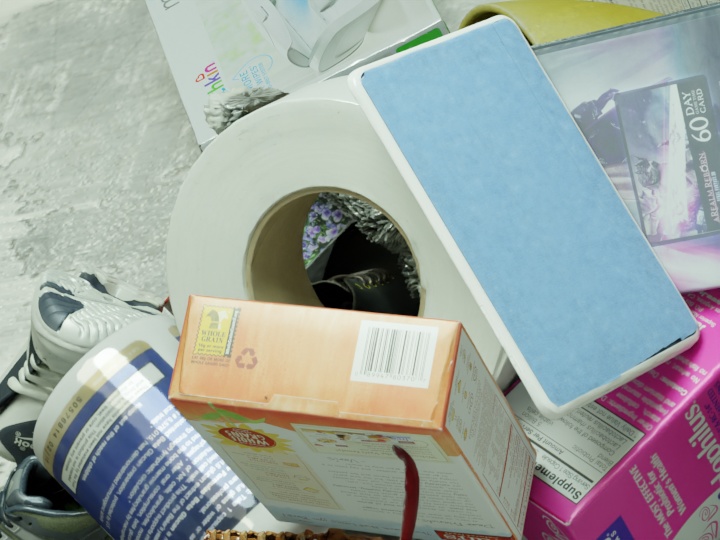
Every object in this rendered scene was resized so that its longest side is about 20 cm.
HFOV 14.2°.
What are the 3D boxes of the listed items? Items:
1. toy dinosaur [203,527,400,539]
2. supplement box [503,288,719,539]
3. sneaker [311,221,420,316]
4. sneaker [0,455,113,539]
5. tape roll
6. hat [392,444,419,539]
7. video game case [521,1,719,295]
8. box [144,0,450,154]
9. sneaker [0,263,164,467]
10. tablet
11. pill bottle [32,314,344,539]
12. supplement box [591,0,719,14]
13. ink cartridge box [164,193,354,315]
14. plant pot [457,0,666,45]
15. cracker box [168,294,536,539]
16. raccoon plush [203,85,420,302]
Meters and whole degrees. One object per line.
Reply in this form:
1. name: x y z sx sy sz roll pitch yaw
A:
1. toy dinosaur: 0.015 0.187 1.479 0.199 0.102 0.136 10 44 15
2. supplement box: 0.162 0.075 1.533 0.200 0.101 0.103 -43 43 -12
3. sneaker: 0.001 0.016 1.692 0.074 0.106 0.201 -19 40 15
4. sneaker: -0.198 0.148 1.705 0.199 0.081 0.074 -18 41 16
5. tape roll: 0.000 0.000 1.529 0.202 0.203 0.071 -8 10 27
6. hat: 0.020 0.210 1.389 0.200 0.165 0.177 -25 50 54
7. video game case: 0.135 -0.055 1.506 0.199 0.144 0.019 -11 3 28
8. box: -0.033 -0.143 1.890 0.176 0.097 0.200 -26 40 4
9. sneaker: -0.173 0.069 1.689 0.199 0.079 0.130 -126 59 -82
10. tablet: 0.083 -0.030 1.456 0.130 0.201 0.014 -24 -10 -43
11. pill bottle: -0.077 0.128 1.579 0.111 0.111 0.200 -42 70 -12
12. supplement box: 0.216 -0.199 1.800 0.199 0.074 0.126 13 57 40
13. ink cartridge box: -0.077 0.008 1.746 0.200 0.050 0.109 -45 3 -10
14. plant pot: 0.155 -0.069 1.640 0.141 0.201 0.200 -15 36 -16
15. cracker box: 0.001 0.076 1.393 0.133 0.200 0.058 6 70 16
16. raccoon plush: 0.009 -0.039 1.674 0.097 0.135 0.199 -26 27 -39
